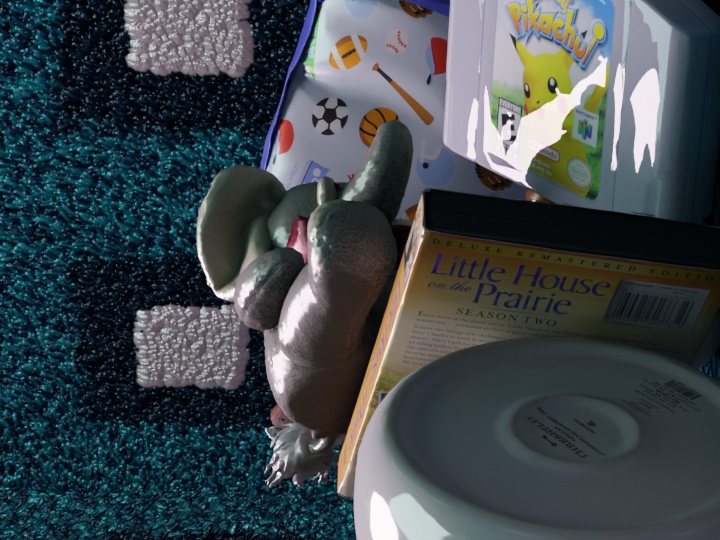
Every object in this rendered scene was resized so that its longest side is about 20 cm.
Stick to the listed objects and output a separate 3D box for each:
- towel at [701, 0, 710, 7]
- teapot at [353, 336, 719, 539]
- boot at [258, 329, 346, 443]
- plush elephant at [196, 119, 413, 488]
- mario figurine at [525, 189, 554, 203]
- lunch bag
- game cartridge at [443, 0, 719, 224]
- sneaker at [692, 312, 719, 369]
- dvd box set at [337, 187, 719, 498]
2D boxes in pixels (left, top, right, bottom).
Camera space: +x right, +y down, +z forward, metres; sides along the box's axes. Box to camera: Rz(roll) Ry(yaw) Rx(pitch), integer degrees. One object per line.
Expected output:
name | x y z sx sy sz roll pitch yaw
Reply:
towel | 0.134 -0.216 0.985 0.147 0.022 0.201 54 160 23
teapot | 0.084 0.128 0.873 0.200 0.195 0.147 -74 -12 -62
boot | -0.019 0.063 1.298 0.166 0.198 0.073 -44 43 45
plush elephant | 0.000 0.000 1.054 0.200 0.163 0.156 -49 37 42
mario figurine | 0.116 -0.129 1.117 0.106 0.122 0.202 -2 -91 -80
lunch bag | 0.046 -0.083 1.261 0.124 0.198 0.172 -96 24 -83
game cartridge | 0.110 -0.102 1.054 0.200 0.040 0.135 30 122 50
sneaker | 0.133 0.009 1.056 0.200 0.080 0.077 18 125 63
dvd box set | 0.077 0.047 0.960 0.201 0.145 0.030 105 168 -47
